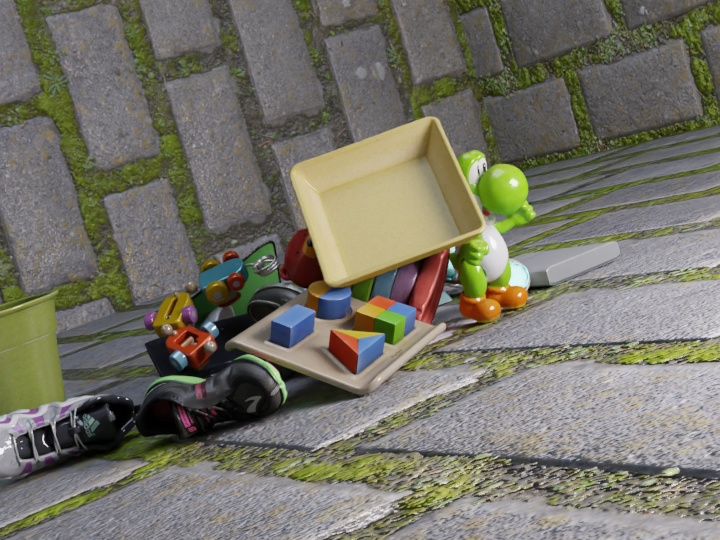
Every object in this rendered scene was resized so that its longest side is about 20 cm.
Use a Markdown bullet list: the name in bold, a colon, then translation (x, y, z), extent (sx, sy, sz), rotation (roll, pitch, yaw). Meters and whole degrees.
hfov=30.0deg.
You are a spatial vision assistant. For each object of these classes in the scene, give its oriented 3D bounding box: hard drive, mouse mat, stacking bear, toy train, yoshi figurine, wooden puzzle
- **hard drive**: translation (-0.164, 0.107, 1.715), extent (0.198, 0.043, 0.135), rotation (-15, 28, -18)
- **mouse mat**: translation (-0.188, 0.059, 1.895), extent (0.199, 0.162, 0.008), rotation (-38, 58, -25)
- **stacking bear**: translation (-0.001, 0.004, 1.664), extent (0.198, 0.123, 0.114), rotation (18, -19, 11)
- **toy train**: translation (-0.185, 0.057, 1.690), extent (0.149, 0.056, 0.200), rotation (10, 46, 41)
- **yoshi figurine**: translation (0.164, -0.045, 1.631), extent (0.110, 0.203, 0.112), rotation (-9, 14, -2)
- **wooden puzzle**: translation (-0.026, 0.064, 1.521), extent (0.198, 0.047, 0.185), rotation (14, 26, 26)
- **hard drive**: translation (0.246, -0.003, 1.858), extent (0.131, 0.027, 0.199), rotation (-20, 6, -30)

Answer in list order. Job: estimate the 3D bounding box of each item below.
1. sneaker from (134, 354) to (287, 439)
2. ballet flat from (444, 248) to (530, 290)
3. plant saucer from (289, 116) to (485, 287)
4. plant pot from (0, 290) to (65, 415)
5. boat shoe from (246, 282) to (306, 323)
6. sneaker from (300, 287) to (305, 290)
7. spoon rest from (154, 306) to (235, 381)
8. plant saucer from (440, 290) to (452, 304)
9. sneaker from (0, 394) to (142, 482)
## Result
- **sneaker**: translation (-0.164, 0.150, 1.469), extent (0.198, 0.077, 0.084), rotation (-18, 22, 31)
- **ballet flat**: translation (0.123, -0.003, 1.747), extent (0.198, 0.070, 0.069), rotation (17, -3, -15)
- **plant saucer**: translation (0.032, -0.074, 1.615), extent (0.198, 0.201, 0.049), rotation (-20, -38, -1)
- **plant pot**: translation (-0.446, 0.145, 1.684), extent (0.198, 0.192, 0.200), rotation (-17, 6, 2)
- **boat shoe**: translation (-0.069, 0.069, 1.654), extent (0.200, 0.073, 0.060), rotation (15, 45, 36)
- **sneaker**: translation (0.000, 0.000, 1.744), extent (0.200, 0.073, 0.084), rotation (-41, 12, -27)
- **spoon rest**: translation (-0.206, 0.119, 1.811), extent (0.060, 0.101, 0.200), rotation (8, 29, 19)
- **plant saucer**: translation (0.084, 0.039, 1.993), extent (0.069, 0.019, 0.200), rotation (-18, 6, -6)
- **sneaker**: translation (-0.338, 0.184, 1.555), extent (0.139, 0.079, 0.199), rotation (-14, 7, 40)
